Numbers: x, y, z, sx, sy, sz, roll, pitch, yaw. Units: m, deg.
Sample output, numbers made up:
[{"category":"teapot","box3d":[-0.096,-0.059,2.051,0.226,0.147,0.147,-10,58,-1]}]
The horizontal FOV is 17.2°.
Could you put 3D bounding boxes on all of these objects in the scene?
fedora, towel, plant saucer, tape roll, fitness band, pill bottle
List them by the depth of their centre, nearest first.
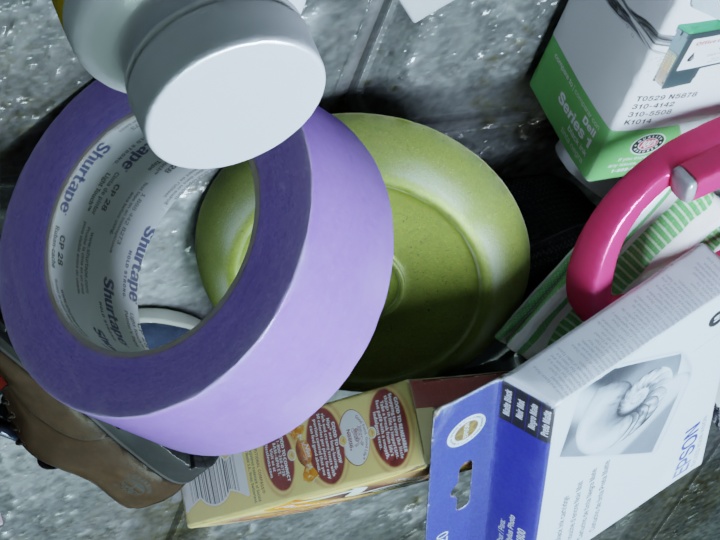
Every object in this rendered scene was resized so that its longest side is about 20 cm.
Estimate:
[{"category":"pill bottle","box3d":[-0.087,-0.146,1.036,0.111,0.201,0.112,-18,149,-11]},{"category":"tape roll","box3d":[-0.087,-0.010,1.247,0.199,0.201,0.085,-36,148,18]},{"category":"fitness band","box3d":[0.206,-0.028,1.391,0.199,0.037,0.144,-22,143,-28]},{"category":"plant saucer","box3d":[0.000,0.000,1.392,0.198,0.031,0.201,2,126,3]},{"category":"towel","box3d":[0.178,0.017,1.465,0.153,0.023,0.200,-49,147,9]},{"category":"fedora","box3d":[0.094,0.007,1.511,0.199,0.092,0.201,-18,149,-12]}]

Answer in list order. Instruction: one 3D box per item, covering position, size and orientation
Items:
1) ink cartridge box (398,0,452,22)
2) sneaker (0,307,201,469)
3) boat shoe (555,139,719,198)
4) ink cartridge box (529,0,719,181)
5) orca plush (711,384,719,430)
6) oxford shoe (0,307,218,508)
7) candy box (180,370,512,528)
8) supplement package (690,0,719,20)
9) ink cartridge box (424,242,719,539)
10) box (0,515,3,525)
[{"category":"ink cartridge box","box3d":[0.073,-0.227,1.144,0.199,0.083,0.147,-30,150,7]},{"category":"sneaker","box3d":[-0.164,0.077,1.438,0.199,0.085,0.075,-3,144,-33]},{"category":"boat shoe","box3d":[0.204,-0.073,1.494,0.199,0.072,0.066,10,125,-41]},{"category":"ink cartridge box","box3d":[0.202,-0.153,1.352,0.145,0.085,0.201,-10,147,-25]},{"category":"orca plush","box3d":[0.208,0.045,1.710,0.200,0.071,0.106,24,80,-58]},{"category":"oxford shoe","box3d":[-0.180,0.065,1.337,0.084,0.200,0.073,-40,-168,29]},{"category":"candy box","box3d":[-0.004,0.109,1.446,0.199,0.056,0.115,-18,170,39]},{"category":"supplement package","box3d":[0.268,-0.204,1.200,0.200,0.109,0.114,-43,150,-35]},{"category":"ink cartridge box","box3d":[0.128,0.100,1.391,0.199,0.041,0.200,-31,149,-21]},{"category":"box","box3d":[-0.306,0.105,1.367,0.099,0.096,0.200,-30,149,10]}]
